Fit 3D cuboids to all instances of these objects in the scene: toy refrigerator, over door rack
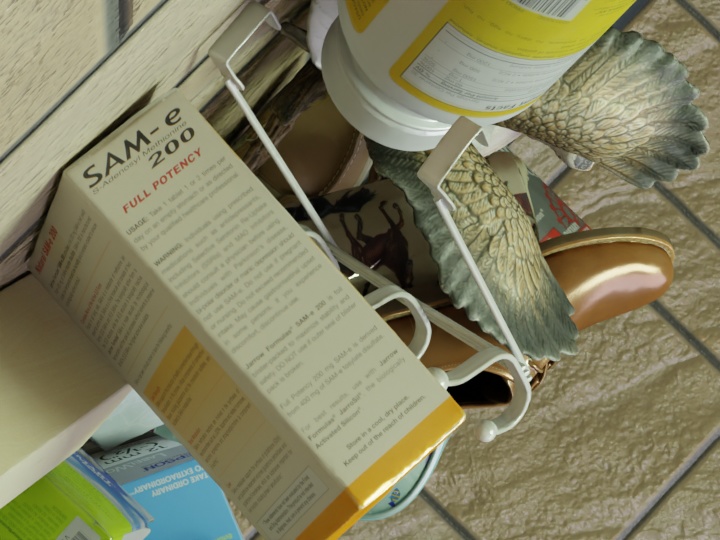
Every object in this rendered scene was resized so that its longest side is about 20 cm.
[{"bbox_3d":[-0.181,0.070,1.178,0.070,0.076,0.200,-48,177,24],"label":"toy refrigerator"},{"bbox_3d":[-0.002,-0.013,1.179,0.067,0.148,0.200,-43,144,-22],"label":"over door rack"}]

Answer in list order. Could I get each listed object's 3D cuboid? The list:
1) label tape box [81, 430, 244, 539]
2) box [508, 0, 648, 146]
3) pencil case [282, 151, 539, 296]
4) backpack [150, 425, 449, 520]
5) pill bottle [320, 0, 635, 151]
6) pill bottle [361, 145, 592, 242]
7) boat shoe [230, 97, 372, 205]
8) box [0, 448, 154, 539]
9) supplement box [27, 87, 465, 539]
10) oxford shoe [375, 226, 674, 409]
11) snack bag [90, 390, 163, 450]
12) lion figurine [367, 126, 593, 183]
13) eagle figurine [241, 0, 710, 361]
[{"bbox_3d":[-0.158,0.152,1.502,0.143,0.066,0.200,-18,-170,-22],"label":"label tape box"},{"bbox_3d":[0.121,-0.185,1.640,0.182,0.104,0.200,-45,177,-2],"label":"box"},{"bbox_3d":[0.000,0.000,1.353,0.200,0.078,0.090,-16,125,-20],"label":"pencil case"},{"bbox_3d":[-0.032,0.067,1.631,0.151,0.200,0.178,-67,177,-75],"label":"backpack"},{"bbox_3d":[0.057,-0.133,1.129,0.112,0.112,0.200,-44,180,-35],"label":"pill bottle"},{"bbox_3d":[0.043,-0.041,1.551,0.116,0.200,0.116,-46,178,-2],"label":"pill bottle"},{"bbox_3d":[-0.060,-0.035,1.442,0.200,0.074,0.066,-48,-179,34],"label":"boat shoe"},{"bbox_3d":[-0.176,0.113,1.349,0.048,0.122,0.200,-48,176,-2],"label":"box"},{"bbox_3d":[-0.056,0.030,1.165,0.074,0.200,0.126,-40,175,-24],"label":"supplement box"},{"bbox_3d":[0.084,0.035,1.330,0.200,0.071,0.071,-20,144,-16],"label":"oxford shoe"},{"bbox_3d":[-0.093,0.038,1.466,0.200,0.021,0.189,-26,159,3],"label":"snack bag"},{"bbox_3d":[0.066,-0.083,1.465,0.200,0.073,0.123,-24,-147,-7],"label":"lion figurine"},{"bbox_3d":[0.059,-0.072,1.284,0.151,0.200,0.152,-31,148,-49],"label":"eagle figurine"}]
